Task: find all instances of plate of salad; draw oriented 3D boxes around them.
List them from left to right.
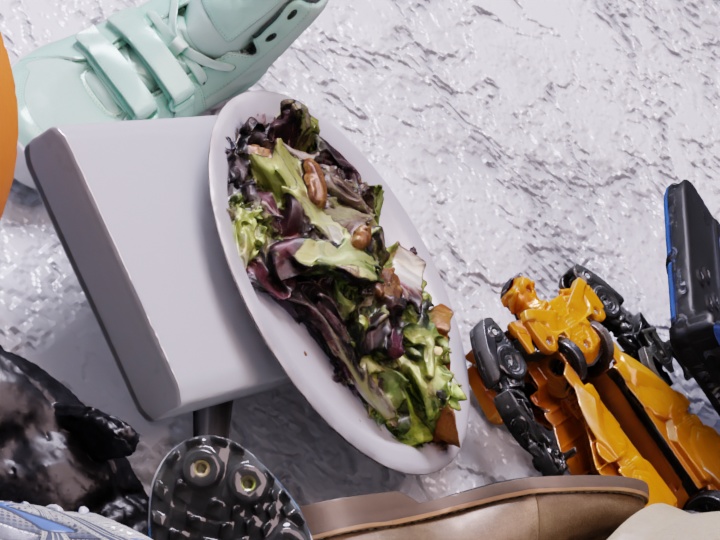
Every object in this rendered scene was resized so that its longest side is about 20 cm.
[{"bbox_3d":[0.000,0.000,1.149,0.200,0.048,0.201,42,33,-35],"label":"plate of salad"}]

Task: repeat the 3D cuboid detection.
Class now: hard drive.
[{"bbox_3d":[-0.065,-0.007,1.121,0.200,0.026,0.133,-11,74,-63],"label":"hard drive"}]

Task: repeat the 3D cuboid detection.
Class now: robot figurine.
[{"bbox_3d":[0.128,0.091,1.242,0.201,0.058,0.145,54,39,8],"label":"robot figurine"}]

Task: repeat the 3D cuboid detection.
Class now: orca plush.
[{"bbox_3d":[-0.118,0.094,1.002,0.105,0.071,0.201,-13,67,-47],"label":"orca plush"}]

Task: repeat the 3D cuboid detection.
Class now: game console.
[{"bbox_3d":[0.251,0.055,1.282,0.200,0.118,0.172,53,28,-39],"label":"game console"}]

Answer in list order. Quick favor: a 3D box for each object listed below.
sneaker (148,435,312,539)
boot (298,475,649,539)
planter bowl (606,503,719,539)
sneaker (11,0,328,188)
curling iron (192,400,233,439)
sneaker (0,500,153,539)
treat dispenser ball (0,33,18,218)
[{"bbox_3d":[-0.032,0.159,1.005,0.072,0.072,0.201,-30,100,-12],"label":"sneaker"},{"bbox_3d":[0.050,0.137,1.119,0.198,0.074,0.076,-7,73,-28],"label":"boot"},{"bbox_3d":[0.160,0.189,1.103,0.134,0.202,0.200,32,32,26],"label":"planter bowl"},{"bbox_3d":[-0.093,-0.112,1.163,0.074,0.118,0.200,51,40,4],"label":"sneaker"},{"bbox_3d":[-0.075,0.025,1.135,0.049,0.026,0.201,27,41,-33],"label":"curling iron"},{"bbox_3d":[-0.134,0.122,0.927,0.198,0.078,0.085,15,8,17],"label":"sneaker"},{"bbox_3d":[-0.230,-0.055,0.922,0.200,0.201,0.202,24,44,-25],"label":"treat dispenser ball"}]
